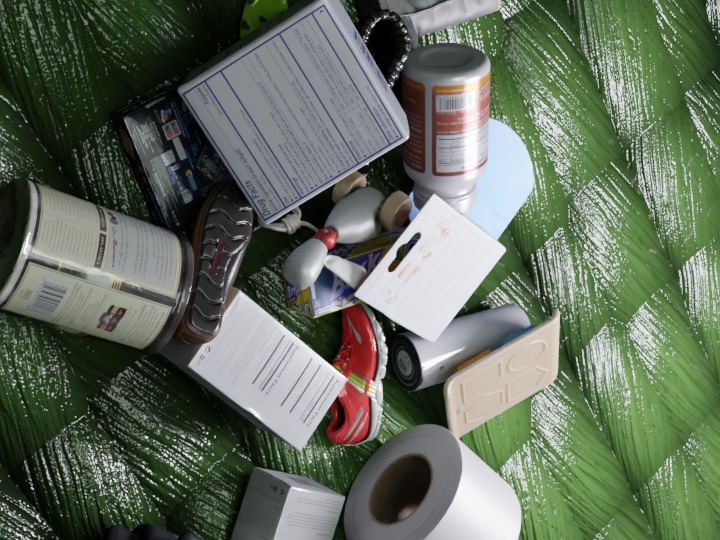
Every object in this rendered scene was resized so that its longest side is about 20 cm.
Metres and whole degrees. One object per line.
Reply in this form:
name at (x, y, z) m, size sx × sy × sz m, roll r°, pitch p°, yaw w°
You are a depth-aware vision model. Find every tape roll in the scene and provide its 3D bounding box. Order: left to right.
tape roll at (0.095, 0.326, 1.652) m, size 0.139 × 0.202 × 0.204 m, roll 44°, pitch 75°, yaw -30°

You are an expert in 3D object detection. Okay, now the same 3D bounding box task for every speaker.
speaker at (0.142, 0.105, 1.717) m, size 0.198 × 0.081 × 0.082 m, roll -14°, pitch 106°, yaw -30°

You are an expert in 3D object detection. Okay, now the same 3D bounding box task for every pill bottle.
pill bottle at (0.108, -0.176, 1.573) m, size 0.111 × 0.112 × 0.202 m, roll -21°, pitch 127°, yaw -28°

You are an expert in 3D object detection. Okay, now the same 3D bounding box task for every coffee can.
coffee can at (-0.305, -0.002, 1.369) m, size 0.199 × 0.146 × 0.148 m, roll 20°, pitch 87°, yaw -33°

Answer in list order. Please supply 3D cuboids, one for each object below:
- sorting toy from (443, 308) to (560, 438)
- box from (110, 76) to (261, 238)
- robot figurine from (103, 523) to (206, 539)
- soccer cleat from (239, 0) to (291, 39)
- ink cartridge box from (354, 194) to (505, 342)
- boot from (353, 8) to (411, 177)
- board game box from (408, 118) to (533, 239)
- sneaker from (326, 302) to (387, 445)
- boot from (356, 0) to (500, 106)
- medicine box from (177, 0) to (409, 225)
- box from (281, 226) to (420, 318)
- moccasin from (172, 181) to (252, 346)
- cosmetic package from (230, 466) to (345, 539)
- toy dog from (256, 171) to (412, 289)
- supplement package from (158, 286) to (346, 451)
sorting toy at (0.195, 0.147, 1.721) m, size 0.199 × 0.037 × 0.186 m, roll -33°, pitch 150°, yaw -12°
box at (-0.189, -0.127, 1.483) m, size 0.158 × 0.046 × 0.202 m, roll -31°, pitch 114°, yaw -25°
robot figurine at (-0.233, 0.380, 1.489) m, size 0.199 × 0.150 × 0.126 m, roll 30°, pitch 69°, yaw -23°
soccer cleat at (-0.107, -0.250, 1.510) m, size 0.067 × 0.081 × 0.203 m, roll -5°, pitch 83°, yaw 7°
ink cartridge box at (0.082, -0.008, 1.571) m, size 0.161 × 0.047 × 0.199 m, roll -51°, pitch 141°, yaw 6°
boot at (0.003, -0.210, 1.523) m, size 0.078 × 0.158 × 0.214 m, roll -6°, pitch 100°, yaw -20°
board game box at (0.146, -0.112, 1.707) m, size 0.158 × 0.039 × 0.201 m, roll 36°, pitch 88°, yaw -30°
sneaker at (-0.015, 0.136, 1.625) m, size 0.084 × 0.077 × 0.203 m, roll -6°, pitch 103°, yaw -26°
boot at (0.101, -0.324, 1.634) m, size 0.199 × 0.072 × 0.184 m, roll -26°, pitch 113°, yaw -34°
medicine box at (-0.074, -0.187, 1.398) m, size 0.199 × 0.103 × 0.183 m, roll -30°, pitch 107°, yaw 10°
box at (0.000, 0.000, 1.613) m, size 0.198 × 0.070 × 0.065 m, roll -18°, pitch 107°, yaw -30°
moccasin at (-0.175, -0.008, 1.436) m, size 0.073 × 0.077 × 0.204 m, roll 19°, pitch 68°, yaw -31°
cosmetic package at (-0.108, 0.367, 1.588) m, size 0.107 × 0.084 × 0.202 m, roll 22°, pitch 87°, yaw -44°
toy dog at (-0.026, -0.037, 1.528) m, size 0.198 × 0.132 × 0.097 m, roll -25°, pitch 144°, yaw -24°
supplement package at (-0.135, 0.114, 1.519) m, size 0.200 × 0.113 × 0.110 m, roll 42°, pitch 76°, yaw -32°
